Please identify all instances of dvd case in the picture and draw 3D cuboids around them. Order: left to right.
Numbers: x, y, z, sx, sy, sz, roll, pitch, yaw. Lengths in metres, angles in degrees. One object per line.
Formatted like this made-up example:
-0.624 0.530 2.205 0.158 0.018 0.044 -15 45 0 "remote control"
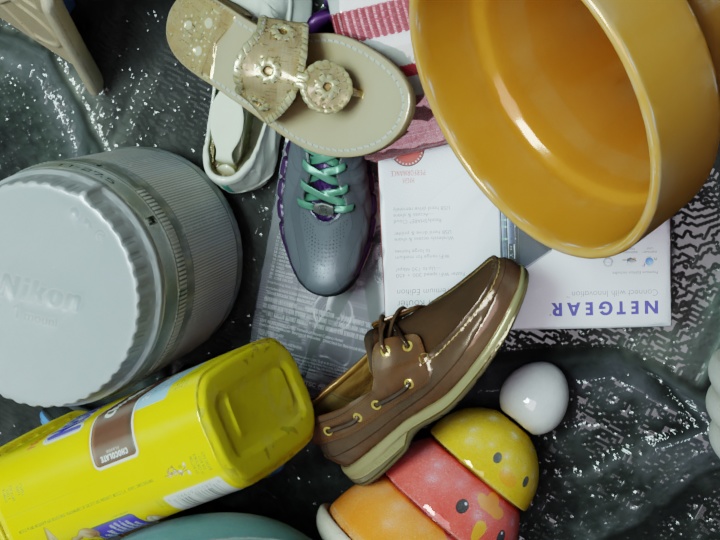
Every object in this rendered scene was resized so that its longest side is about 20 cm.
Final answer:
0.000 0.000 1.016 0.147 0.016 0.203 13 101 12 "dvd case"

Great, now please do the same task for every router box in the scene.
0.112 -0.052 0.951 0.197 0.049 0.182 -2 99 8 "router box"

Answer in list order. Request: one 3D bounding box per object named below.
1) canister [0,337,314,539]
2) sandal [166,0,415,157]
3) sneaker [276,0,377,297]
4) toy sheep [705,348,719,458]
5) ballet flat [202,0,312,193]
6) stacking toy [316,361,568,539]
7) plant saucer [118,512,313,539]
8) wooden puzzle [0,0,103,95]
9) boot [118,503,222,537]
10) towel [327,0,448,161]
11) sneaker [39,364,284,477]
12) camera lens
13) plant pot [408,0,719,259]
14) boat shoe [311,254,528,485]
-0.144 0.122 0.922 0.198 0.148 0.088 -23 91 25 "canister"
-0.066 -0.129 0.896 0.210 0.069 0.079 29 108 33 "sandal"
-0.028 -0.084 0.955 0.073 0.087 0.203 3 89 12 "sneaker"
0.287 0.085 0.898 0.136 0.138 0.203 18 108 11 "toy sheep"
-0.077 -0.152 0.987 0.068 0.069 0.203 12 102 12 "ballet flat"
0.075 0.146 0.980 0.145 0.146 0.201 36 90 6 "stacking toy"
-0.111 0.215 0.956 0.198 0.200 0.036 -26 53 17 "plant saucer"
-0.263 -0.223 0.974 0.199 0.185 0.046 38 80 8 "wooden puzzle"
-0.151 0.252 1.069 0.198 0.073 0.157 23 104 1 "boot"
0.049 -0.182 0.892 0.142 0.023 0.203 -12 103 9 "towel"
-0.147 0.113 1.056 0.197 0.071 0.084 2 80 16 "sneaker"
-0.180 0.000 0.968 0.157 0.200 0.163 2 100 14 "camera lens"
0.159 -0.139 0.803 0.182 0.200 0.202 -32 90 -23 "plant pot"
0.033 0.061 0.922 0.067 0.072 0.200 35 118 -12 "boat shoe"
